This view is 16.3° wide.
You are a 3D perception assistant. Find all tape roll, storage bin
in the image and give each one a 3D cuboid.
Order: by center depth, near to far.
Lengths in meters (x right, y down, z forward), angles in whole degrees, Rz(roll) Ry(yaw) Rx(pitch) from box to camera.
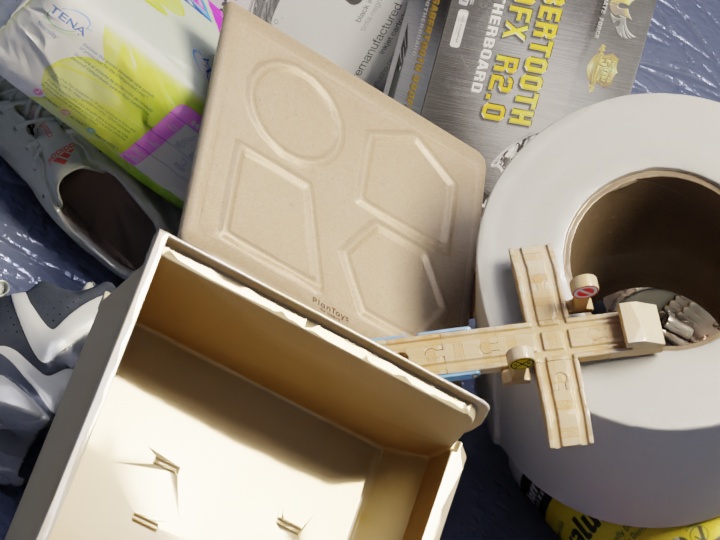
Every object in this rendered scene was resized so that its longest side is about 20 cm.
[{"bbox_3d":[-0.058,0.123,1.170,0.198,0.094,0.201,28,63,-16],"label":"storage bin"},{"bbox_3d":[0.162,0.023,1.381,0.201,0.139,0.204,-1,63,2],"label":"tape roll"}]

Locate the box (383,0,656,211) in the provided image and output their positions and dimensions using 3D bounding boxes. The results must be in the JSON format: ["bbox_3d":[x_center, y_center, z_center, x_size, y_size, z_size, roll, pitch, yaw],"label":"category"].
[{"bbox_3d":[0.094,-0.117,1.572,0.158,0.201,0.048,8,13,-34],"label":"box"}]

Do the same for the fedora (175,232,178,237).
[{"bbox_3d":[-0.041,0.058,1.370,0.200,0.082,0.201,31,24,-15],"label":"fedora"}]

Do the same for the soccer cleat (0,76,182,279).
[{"bbox_3d":[-0.170,-0.071,1.425,0.200,0.069,0.078,45,13,7],"label":"soccer cleat"}]

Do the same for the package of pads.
[{"bbox_3d":[-0.132,-0.124,1.416,0.200,0.068,0.155,37,22,-33],"label":"package of pads"}]

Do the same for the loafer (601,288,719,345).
[{"bbox_3d":[0.240,0.043,1.625,0.199,0.072,0.063,19,42,-35],"label":"loafer"}]

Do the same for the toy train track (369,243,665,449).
[{"bbox_3d":[0.057,0.036,1.273,0.199,0.033,0.115,-7,63,-7],"label":"toy train track"}]

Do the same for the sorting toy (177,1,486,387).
[{"bbox_3d":[-0.015,-0.034,1.371,0.185,0.036,0.201,30,43,-24],"label":"sorting toy"}]

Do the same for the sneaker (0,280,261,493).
[{"bbox_3d":[-0.118,0.064,1.288,0.198,0.080,0.130,17,43,-14],"label":"sneaker"}]

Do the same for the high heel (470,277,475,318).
[{"bbox_3d":[0.000,0.000,1.545,0.199,0.068,0.096,-1,8,-26],"label":"high heel"}]

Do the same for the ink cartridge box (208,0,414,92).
[{"bbox_3d":[-0.072,-0.157,1.568,0.199,0.146,0.084,17,29,-30],"label":"ink cartridge box"}]

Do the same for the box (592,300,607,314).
[{"bbox_3d":[0.179,0.062,1.640,0.200,0.044,0.160,35,30,-5],"label":"box"}]

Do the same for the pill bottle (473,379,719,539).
[{"bbox_3d":[0.157,0.119,1.473,0.111,0.111,0.200,-6,51,-50],"label":"pill bottle"}]
